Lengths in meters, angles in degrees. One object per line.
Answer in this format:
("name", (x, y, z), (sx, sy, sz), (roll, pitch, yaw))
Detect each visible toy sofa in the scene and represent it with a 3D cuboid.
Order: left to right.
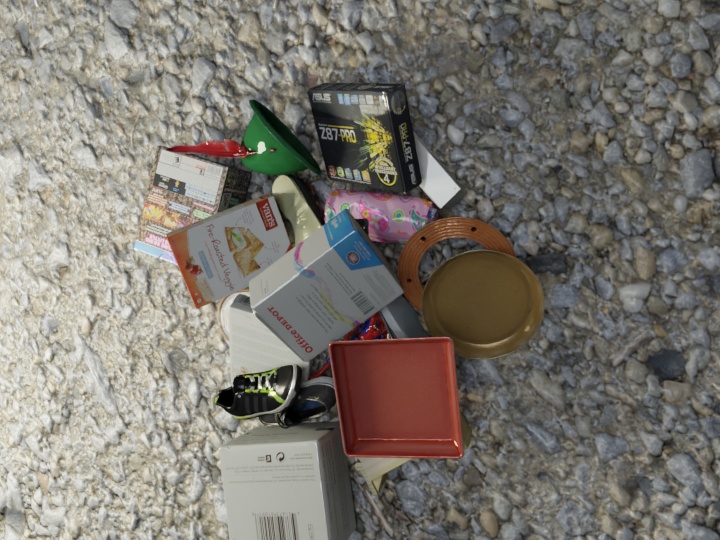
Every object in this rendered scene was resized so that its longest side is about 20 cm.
("toy sofa", (0.085, 0.288, 1.040), (0.198, 0.083, 0.099), (-33, 85, 16))

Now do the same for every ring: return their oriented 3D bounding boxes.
("ring", (0.159, 0.001, 1.002), (0.196, 0.019, 0.204), (4, 121, 7))

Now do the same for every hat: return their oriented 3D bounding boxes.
("hat", (-0.193, -0.182, 1.073), (0.176, 0.165, 0.201), (-43, 62, 10))

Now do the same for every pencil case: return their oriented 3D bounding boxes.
("pencil case", (0.037, -0.089, 1.046), (0.196, 0.087, 0.089), (11, 95, 18))

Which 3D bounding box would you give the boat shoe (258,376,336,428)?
("boat shoe", (-0.120, 0.250, 1.091), (0.197, 0.067, 0.071), (-21, 113, 30))

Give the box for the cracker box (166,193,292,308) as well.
("cracker box", (-0.225, -0.037, 1.079), (0.197, 0.058, 0.136), (-24, 108, -14))

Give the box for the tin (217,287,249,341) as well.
("tin", (-0.180, 0.085, 1.147), (0.196, 0.042, 0.115), (-5, 94, 18))

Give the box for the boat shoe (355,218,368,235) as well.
("boat shoe", (0.000, -0.002, 1.039), (0.067, 0.074, 0.203), (-9, 122, -3))

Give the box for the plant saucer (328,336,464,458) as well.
("plant saucer", (0.059, 0.197, 0.962), (0.195, 0.037, 0.204), (-4, 104, 15))

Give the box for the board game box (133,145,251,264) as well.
("board game box", (-0.316, -0.113, 1.154), (0.157, 0.097, 0.204), (18, 97, 17))

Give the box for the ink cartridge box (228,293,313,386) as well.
("ink cartridge box", (-0.160, 0.153, 1.116), (0.157, 0.047, 0.203), (15, 126, 11))

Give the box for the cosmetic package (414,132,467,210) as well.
("cosmetic package", (0.093, -0.191, 1.028), (0.051, 0.082, 0.201), (-42, 78, 14))

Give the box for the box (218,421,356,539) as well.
("box", (-0.127, 0.389, 1.086), (0.195, 0.130, 0.204), (-8, 88, 18))

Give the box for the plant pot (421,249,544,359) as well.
("plant pot", (0.198, 0.054, 0.993), (0.196, 0.028, 0.204), (4, 117, 8))

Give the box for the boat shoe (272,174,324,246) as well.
("boat shoe", (-0.090, -0.080, 1.095), (0.073, 0.063, 0.204), (-32, 77, 31))

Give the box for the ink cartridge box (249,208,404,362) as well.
("ink cartridge box", (-0.055, 0.026, 0.948), (0.199, 0.085, 0.145), (-36, 123, 7))

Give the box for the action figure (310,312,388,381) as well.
("action figure", (-0.005, 0.138, 1.082), (0.065, 0.052, 0.201), (40, 100, -3))

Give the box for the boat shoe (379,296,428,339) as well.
("boat shoe", (0.077, 0.124, 1.028), (0.067, 0.074, 0.200), (-28, 107, 31))

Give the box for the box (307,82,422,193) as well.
("box", (0.005, -0.220, 0.994), (0.198, 0.049, 0.164), (20, 130, 46))

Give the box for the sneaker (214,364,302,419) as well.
("sneaker", (-0.186, 0.216, 1.074), (0.199, 0.082, 0.073), (-32, 43, 33))
